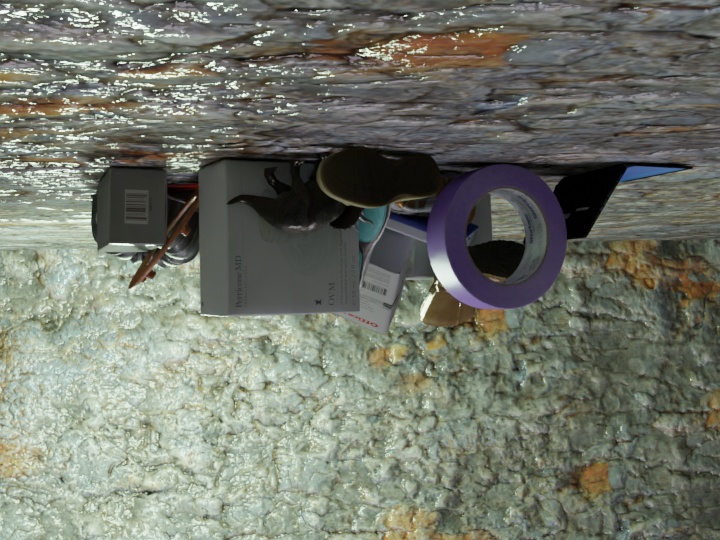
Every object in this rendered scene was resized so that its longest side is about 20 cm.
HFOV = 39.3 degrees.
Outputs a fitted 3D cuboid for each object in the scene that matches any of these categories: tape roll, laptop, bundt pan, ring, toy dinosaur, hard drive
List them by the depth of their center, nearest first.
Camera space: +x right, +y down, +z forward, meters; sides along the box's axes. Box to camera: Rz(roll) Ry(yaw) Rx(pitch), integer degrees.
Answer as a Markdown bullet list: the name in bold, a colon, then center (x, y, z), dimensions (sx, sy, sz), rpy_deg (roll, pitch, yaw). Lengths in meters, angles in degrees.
- **toy dinosaur**: center (-0.069, -0.089, 1.290), dimensions (0.197, 0.105, 0.077), rpy_deg (-13, -178, -27)
- **tape roll**: center (0.195, -0.047, 1.440), dimensions (0.196, 0.205, 0.065), rpy_deg (-1, 178, -22)
- **ring**: center (-0.272, -0.051, 1.466), dimensions (0.019, 0.202, 0.200), rpy_deg (36, 168, -14)
- **laptop**: center (0.370, -0.098, 1.526), dimensions (0.103, 0.202, 0.177), rpy_deg (37, 166, -15)
- **hard drive**: center (0.076, -0.081, 1.552), dimensions (0.197, 0.026, 0.132), rpy_deg (21, -162, 13)
- **bundt pan**: center (-0.348, -0.062, 1.639), dimensions (0.197, 0.077, 0.202), rpy_deg (7, 160, 3)

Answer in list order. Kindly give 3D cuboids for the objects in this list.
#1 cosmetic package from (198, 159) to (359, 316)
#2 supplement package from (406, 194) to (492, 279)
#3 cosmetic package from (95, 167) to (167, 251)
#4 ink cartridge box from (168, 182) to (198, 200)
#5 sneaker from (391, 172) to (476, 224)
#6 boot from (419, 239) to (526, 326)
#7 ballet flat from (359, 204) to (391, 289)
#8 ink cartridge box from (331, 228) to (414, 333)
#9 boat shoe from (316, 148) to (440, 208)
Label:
- **cosmetic package**: center (-0.112, -0.041, 1.379), dimensions (0.196, 0.204, 0.122), rpy_deg (-1, 179, -26)
- **supplement package**: center (0.118, -0.062, 1.752), dimensions (0.149, 0.154, 0.199), rpy_deg (-1, 178, -21)
- **cosmetic package**: center (-0.332, -0.083, 1.449), dimensions (0.088, 0.109, 0.200), rpy_deg (0, 180, -17)
- **ink cartridge box**: center (-0.256, -0.112, 1.640), dimensions (0.196, 0.045, 0.173), rpy_deg (-2, 180, 24)
- **sneaker**: center (0.092, -0.115, 1.504), dimensions (0.198, 0.077, 0.087), rpy_deg (14, 175, -44)
- **boot**: center (0.188, 0.025, 1.638), dimensions (0.171, 0.067, 0.201), rpy_deg (2, 153, -1)
- **ballet flat**: center (-0.001, -0.054, 1.464), dimensions (0.068, 0.203, 0.070), rpy_deg (11, -145, -8)
- **ink cartridge box**: center (0.000, 0.000, 1.626), dimensions (0.143, 0.085, 0.201), rpy_deg (21, 150, 6)
- **boat shoe**: center (0.015, -0.115, 1.275), dimensions (0.198, 0.075, 0.062), rpy_deg (-10, 180, -42)
